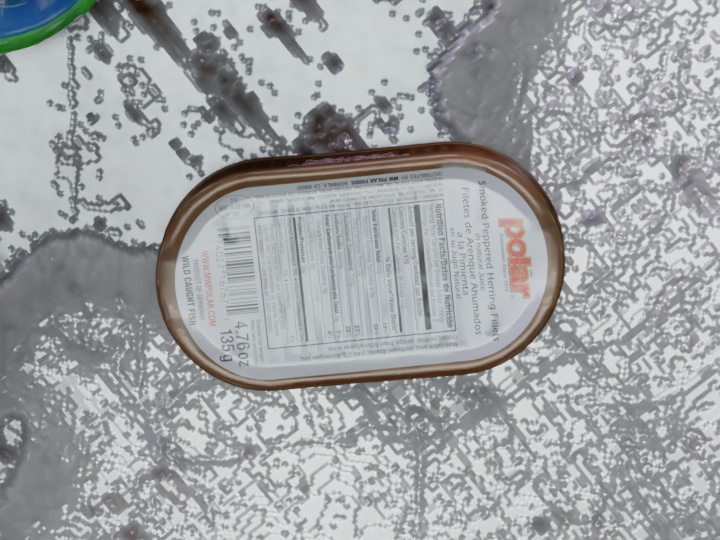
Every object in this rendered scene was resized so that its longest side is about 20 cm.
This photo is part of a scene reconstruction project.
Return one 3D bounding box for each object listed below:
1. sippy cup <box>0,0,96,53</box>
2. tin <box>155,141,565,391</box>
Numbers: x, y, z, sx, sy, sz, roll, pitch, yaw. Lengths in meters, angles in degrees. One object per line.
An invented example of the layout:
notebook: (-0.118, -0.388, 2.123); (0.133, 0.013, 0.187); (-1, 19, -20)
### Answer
sippy cup: (-0.168, -0.178, 0.941); (0.139, 0.130, 0.178); (33, 74, -3)
tin: (0.000, 0.000, 1.032); (0.199, 0.042, 0.113); (-6, 102, 2)
